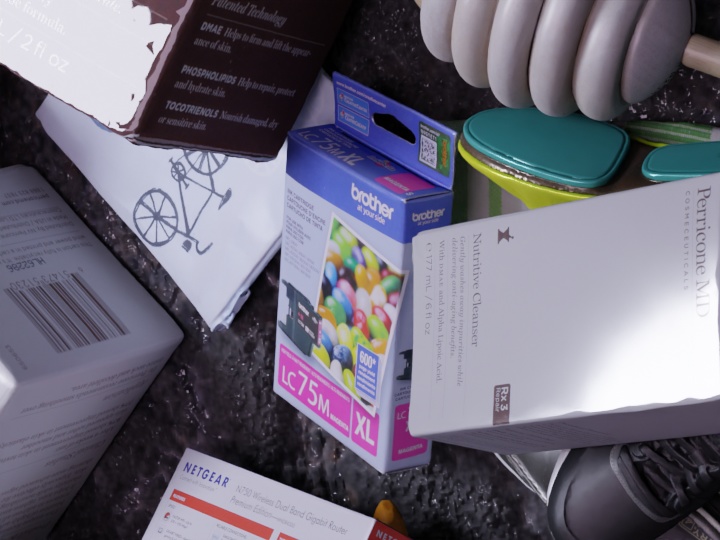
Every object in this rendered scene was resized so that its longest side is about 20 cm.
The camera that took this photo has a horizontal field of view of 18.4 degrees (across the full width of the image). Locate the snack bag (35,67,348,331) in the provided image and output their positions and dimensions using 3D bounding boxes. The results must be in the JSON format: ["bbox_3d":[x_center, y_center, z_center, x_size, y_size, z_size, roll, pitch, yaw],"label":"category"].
[{"bbox_3d":[-0.094,-0.093,1.352,0.200,0.021,0.189,49,121,17],"label":"snack bag"}]

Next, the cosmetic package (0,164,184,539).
[{"bbox_3d":[-0.255,0.068,1.399,0.166,0.167,0.200,46,119,17],"label":"cosmetic package"}]

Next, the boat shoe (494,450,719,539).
[{"bbox_3d":[0.142,0.119,1.208,0.200,0.064,0.071,29,113,27],"label":"boat shoe"}]

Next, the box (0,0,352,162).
[{"bbox_3d":[-0.104,-0.187,1.233,0.166,0.164,0.200,30,102,24],"label":"box"}]

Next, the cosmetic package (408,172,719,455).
[{"bbox_3d":[0.121,0.026,1.092,0.200,0.081,0.113,-14,69,45],"label":"cosmetic package"}]

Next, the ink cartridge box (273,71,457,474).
[{"bbox_3d":[0.000,0.000,1.257,0.119,0.042,0.201,33,124,48],"label":"ink cartridge box"}]

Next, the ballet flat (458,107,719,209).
[{"bbox_3d":[0.143,-0.038,1.153,0.199,0.067,0.067,8,126,27],"label":"ballet flat"}]

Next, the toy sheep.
[{"bbox_3d":[0.106,-0.144,1.150,0.200,0.138,0.138,25,111,21],"label":"toy sheep"}]

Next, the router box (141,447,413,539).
[{"bbox_3d":[-0.071,0.210,1.285,0.200,0.049,0.180,14,75,53],"label":"router box"}]

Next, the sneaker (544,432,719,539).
[{"bbox_3d":[0.173,0.076,1.118,0.200,0.088,0.076,-41,92,5],"label":"sneaker"}]

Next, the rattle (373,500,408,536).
[{"bbox_3d":[-0.044,0.246,1.296,0.200,0.130,0.143,-23,102,19],"label":"rattle"}]

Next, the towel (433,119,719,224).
[{"bbox_3d":[0.125,-0.006,1.210,0.199,0.023,0.153,2,95,29],"label":"towel"}]
